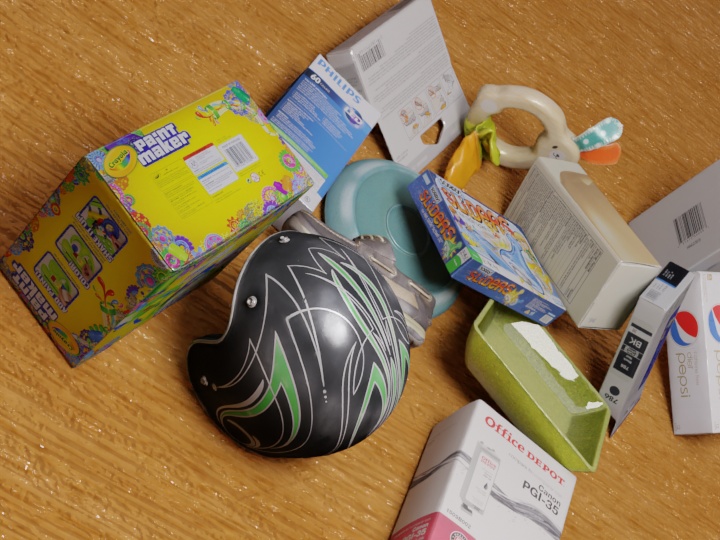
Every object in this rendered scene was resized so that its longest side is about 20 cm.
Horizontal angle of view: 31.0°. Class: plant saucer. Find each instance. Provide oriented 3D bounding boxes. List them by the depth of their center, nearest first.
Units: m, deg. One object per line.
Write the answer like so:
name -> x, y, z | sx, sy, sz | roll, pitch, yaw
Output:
plant saucer -> 0.188, 0.123, 1.430 | 0.200, 0.048, 0.200 | 51, 21, 0
plant saucer -> 0.048, -0.041, 1.464 | 0.199, 0.027, 0.202 | 20, 56, -32

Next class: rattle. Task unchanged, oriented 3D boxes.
rattle -> 0.218, -0.139, 1.585 | 0.199, 0.131, 0.143 | 24, 35, -1

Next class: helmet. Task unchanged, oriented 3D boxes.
helmet -> -0.048, 0.069, 1.199 | 0.199, 0.190, 0.201 | 21, 51, -28

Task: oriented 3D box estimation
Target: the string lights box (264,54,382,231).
string lights box -> -0.063, -0.141, 1.425 | 0.103, 0.059, 0.200 | 43, 44, -9

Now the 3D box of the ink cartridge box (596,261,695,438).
ink cartridge box -> 0.327, 0.094, 1.518 | 0.039, 0.201, 0.099 | 28, 37, 19

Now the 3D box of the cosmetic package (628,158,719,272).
cosmetic package -> 0.503, -0.041, 1.725 | 0.199, 0.199, 0.124 | 15, 54, -32

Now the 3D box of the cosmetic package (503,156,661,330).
cosmetic package -> 0.259, -0.034, 1.541 | 0.071, 0.106, 0.201 | 5, 39, -34

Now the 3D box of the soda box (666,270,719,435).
soda box -> 0.428, 0.103, 1.621 | 0.068, 0.063, 0.202 | 3, 81, -37

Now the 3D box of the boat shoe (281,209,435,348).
boat shoe -> 0.000, 0.000, 1.365 | 0.200, 0.074, 0.074 | 43, 63, -21

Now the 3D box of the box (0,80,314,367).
box -> -0.183, -0.041, 1.161 | 0.122, 0.192, 0.200 | 52, 43, 1

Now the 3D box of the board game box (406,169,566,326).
board game box -> 0.144, -0.023, 1.467 | 0.199, 0.034, 0.136 | 25, 32, -48

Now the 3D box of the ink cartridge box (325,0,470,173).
ink cartridge box -> 0.052, -0.221, 1.587 | 0.200, 0.044, 0.177 | -44, 119, -47

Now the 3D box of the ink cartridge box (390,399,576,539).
ink cartridge box -> 0.121, 0.252, 1.296 | 0.146, 0.083, 0.201 | 39, 45, -12
